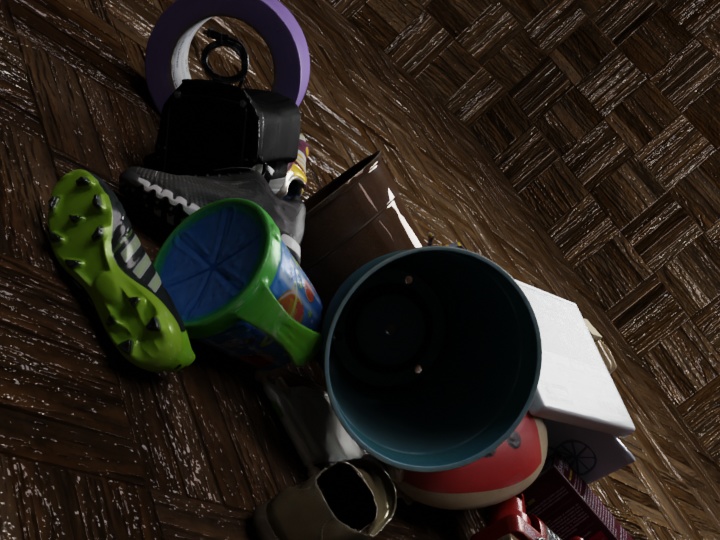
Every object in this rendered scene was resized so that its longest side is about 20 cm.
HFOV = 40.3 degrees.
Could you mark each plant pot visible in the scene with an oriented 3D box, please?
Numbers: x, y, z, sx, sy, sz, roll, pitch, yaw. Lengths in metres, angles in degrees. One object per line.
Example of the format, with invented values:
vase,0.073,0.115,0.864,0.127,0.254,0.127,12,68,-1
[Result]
plant pot,0.000,0.000,1.136,0.199,0.200,0.200,54,15,-8
plant pot,0.048,0.071,0.951,0.200,0.200,0.188,45,-5,-11

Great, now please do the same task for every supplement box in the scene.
supplement box,0.256,0.328,1.162,0.200,0.109,0.061,50,17,3

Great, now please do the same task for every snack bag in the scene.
snack bag,0.203,0.193,1.201,0.200,0.188,0.021,50,37,-2

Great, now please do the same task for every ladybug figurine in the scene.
ladybug figurine,0.115,0.176,1.019,0.199,0.072,0.136,-17,46,-35

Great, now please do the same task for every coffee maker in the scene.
coffee maker,-0.137,-0.163,1.126,0.134,0.193,0.200,31,15,2

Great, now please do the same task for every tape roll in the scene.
tape roll,-0.167,-0.260,1.253,0.200,0.200,0.085,45,16,-10

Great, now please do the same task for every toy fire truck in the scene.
toy fire truck,0.177,0.299,1.050,0.176,0.128,0.200,41,28,-24

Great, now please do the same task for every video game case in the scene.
video game case,0.223,0.096,1.124,0.199,0.023,0.183,19,42,-44

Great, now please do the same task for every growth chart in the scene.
growth chart,-0.016,0.172,0.982,0.200,0.018,0.145,26,28,-53

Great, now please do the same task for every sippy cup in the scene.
sippy cup,-0.105,0.024,0.910,0.130,0.139,0.179,47,27,-47

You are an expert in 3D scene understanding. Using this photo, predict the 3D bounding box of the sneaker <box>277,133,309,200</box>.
sneaker,-0.109,-0.140,1.383,0.091,0.075,0.200,65,16,-2

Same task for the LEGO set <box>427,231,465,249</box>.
LEGO set,0.121,0.054,1.420,0.115,0.154,0.201,-13,58,-32

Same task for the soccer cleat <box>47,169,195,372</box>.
soccer cleat,-0.203,0.003,0.823,0.201,0.067,0.081,58,3,23

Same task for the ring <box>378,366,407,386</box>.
ring,0.108,0.129,1.099,0.200,0.201,0.019,39,-9,-30

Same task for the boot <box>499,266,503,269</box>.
boot,0.161,0.104,1.268,0.070,0.131,0.201,44,-28,52

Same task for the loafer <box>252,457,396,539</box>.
loafer,-0.012,0.199,0.827,0.076,0.067,0.200,61,22,11

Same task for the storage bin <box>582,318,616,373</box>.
storage bin,0.248,0.155,1.381,0.094,0.199,0.200,51,16,24

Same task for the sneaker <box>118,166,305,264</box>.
sneaker,-0.144,-0.071,1.001,0.199,0.067,0.091,21,61,-4
